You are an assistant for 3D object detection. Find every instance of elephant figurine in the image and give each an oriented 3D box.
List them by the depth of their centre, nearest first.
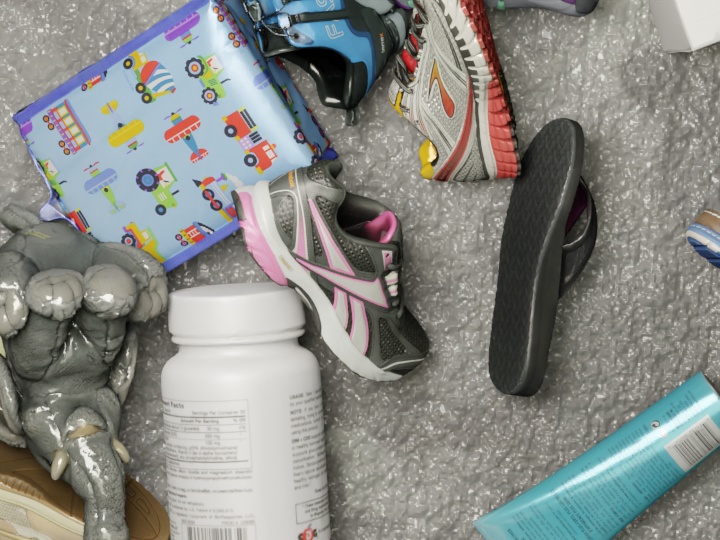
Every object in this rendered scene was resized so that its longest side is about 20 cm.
[{"bbox_3d":[-0.207,0.080,1.657,0.141,0.155,0.201,8,115,13],"label":"elephant figurine"}]

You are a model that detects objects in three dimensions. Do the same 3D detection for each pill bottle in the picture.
[{"bbox_3d":[-0.081,0.112,1.676,0.113,0.113,0.201,-3,95,-1],"label":"pill bottle"}]

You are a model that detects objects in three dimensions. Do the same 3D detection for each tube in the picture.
[{"bbox_3d":[0.182,0.152,1.719,0.200,0.050,0.078,-38,90,7],"label":"tube"}]

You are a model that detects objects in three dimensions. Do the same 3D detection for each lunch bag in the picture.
[{"bbox_3d":[-0.141,-0.085,1.680,0.199,0.094,0.151,-31,97,11],"label":"lunch bag"}]

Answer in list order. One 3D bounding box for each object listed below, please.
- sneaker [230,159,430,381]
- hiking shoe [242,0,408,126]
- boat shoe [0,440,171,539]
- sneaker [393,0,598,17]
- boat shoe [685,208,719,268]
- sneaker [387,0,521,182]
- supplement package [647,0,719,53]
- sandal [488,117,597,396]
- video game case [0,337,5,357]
[{"bbox_3d":[0.000,0.000,1.640,0.086,0.081,0.200,-28,135,18],"label":"sneaker"},{"bbox_3d":[-0.050,-0.191,1.631,0.200,0.074,0.087,38,61,-26],"label":"hiking shoe"},{"bbox_3d":[-0.232,0.167,1.703,0.199,0.072,0.065,19,123,2],"label":"boat shoe"},{"bbox_3d":[0.067,-0.210,1.686,0.199,0.074,0.088,26,117,0],"label":"sneaker"},{"bbox_3d":[0.327,-0.009,1.700,0.199,0.072,0.073,23,89,-13],"label":"boat shoe"},{"bbox_3d":[0.054,-0.138,1.645,0.082,0.078,0.201,-12,125,7],"label":"sneaker"},{"bbox_3d":[0.241,-0.263,1.647,0.121,0.120,0.201,-20,95,0],"label":"supplement package"},{"bbox_3d":[0.133,-0.010,1.700,0.048,0.075,0.202,5,103,-26],"label":"sandal"},{"bbox_3d":[-0.347,0.008,1.710,0.181,0.022,0.201,-12,94,0],"label":"video game case"}]
